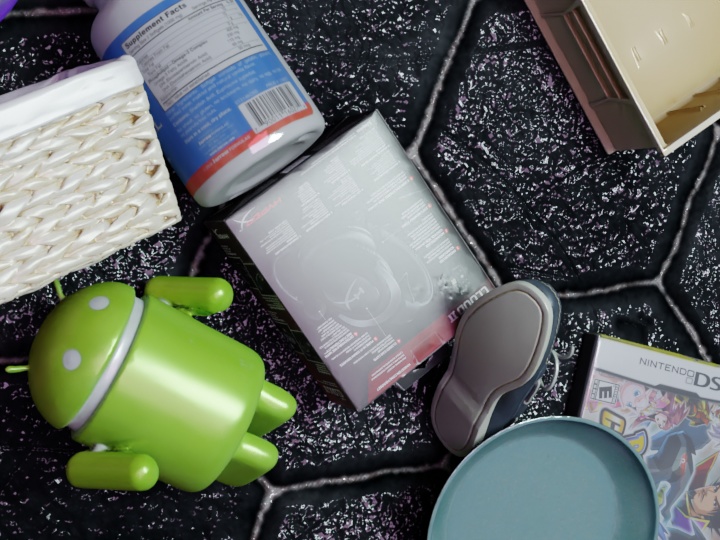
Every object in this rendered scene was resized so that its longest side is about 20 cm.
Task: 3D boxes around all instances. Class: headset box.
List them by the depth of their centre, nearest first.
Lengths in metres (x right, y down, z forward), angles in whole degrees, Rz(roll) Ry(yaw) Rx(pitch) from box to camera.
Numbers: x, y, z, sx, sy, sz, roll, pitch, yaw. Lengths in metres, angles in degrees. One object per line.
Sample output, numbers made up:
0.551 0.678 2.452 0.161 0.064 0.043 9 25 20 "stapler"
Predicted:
0.000 0.000 1.052 0.149 0.077 0.200 -38 103 -14 "headset box"

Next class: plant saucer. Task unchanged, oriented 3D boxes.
0.143 0.208 1.096 0.200 0.036 0.200 -3 103 -14 "plant saucer"

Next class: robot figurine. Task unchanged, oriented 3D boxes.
-0.150 0.085 0.983 0.200 0.116 0.176 30 60 -15 "robot figurine"

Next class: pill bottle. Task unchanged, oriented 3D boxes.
-0.124 -0.155 0.980 0.112 0.112 0.200 -33 86 -15 "pill bottle"

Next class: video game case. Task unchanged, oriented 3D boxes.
0.254 0.170 1.168 0.181 0.026 0.200 15 87 -18 "video game case"

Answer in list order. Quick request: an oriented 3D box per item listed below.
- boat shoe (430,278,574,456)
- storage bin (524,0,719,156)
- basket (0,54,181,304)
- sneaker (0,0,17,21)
0.113 0.072 1.044 0.062 0.200 0.075 -24 57 -33 "boat shoe"
0.258 -0.228 1.123 0.200 0.094 0.199 -33 102 -14 "storage bin"
-0.241 -0.054 0.927 0.200 0.136 0.123 -26 106 -28 "basket"
-0.296 -0.161 0.929 0.070 0.100 0.200 32 37 -12 "sneaker"
